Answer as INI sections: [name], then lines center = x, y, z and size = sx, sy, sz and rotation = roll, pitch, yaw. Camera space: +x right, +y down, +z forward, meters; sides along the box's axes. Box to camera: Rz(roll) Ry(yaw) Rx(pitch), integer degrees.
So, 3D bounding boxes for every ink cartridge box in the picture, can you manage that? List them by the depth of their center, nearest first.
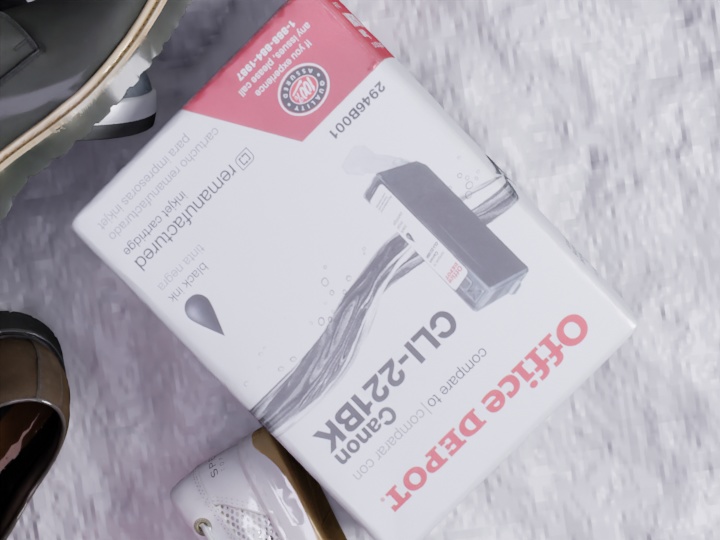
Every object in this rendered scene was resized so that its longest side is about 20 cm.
[ink cartridge box]
center = 0.000, 0.000, 1.050
size = 0.144, 0.084, 0.200
rotation = -44, 92, 6

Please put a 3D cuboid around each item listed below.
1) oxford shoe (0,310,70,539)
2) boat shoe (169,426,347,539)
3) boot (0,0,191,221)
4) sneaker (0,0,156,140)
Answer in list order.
[oxford shoe]
center = -0.197, 0.112, 1.067
size = 0.072, 0.084, 0.200
rotation = 32, 101, -28
[boat shoe]
center = -0.020, 0.170, 1.078
size = 0.069, 0.071, 0.201
rotation = -27, 85, 7
[boot]
center = -0.166, -0.096, 0.969
size = 0.138, 0.077, 0.200
rotation = 44, 77, -17
[sneaker]
center = -0.177, -0.129, 1.055
size = 0.198, 0.084, 0.122
rotation = 11, 105, 4
